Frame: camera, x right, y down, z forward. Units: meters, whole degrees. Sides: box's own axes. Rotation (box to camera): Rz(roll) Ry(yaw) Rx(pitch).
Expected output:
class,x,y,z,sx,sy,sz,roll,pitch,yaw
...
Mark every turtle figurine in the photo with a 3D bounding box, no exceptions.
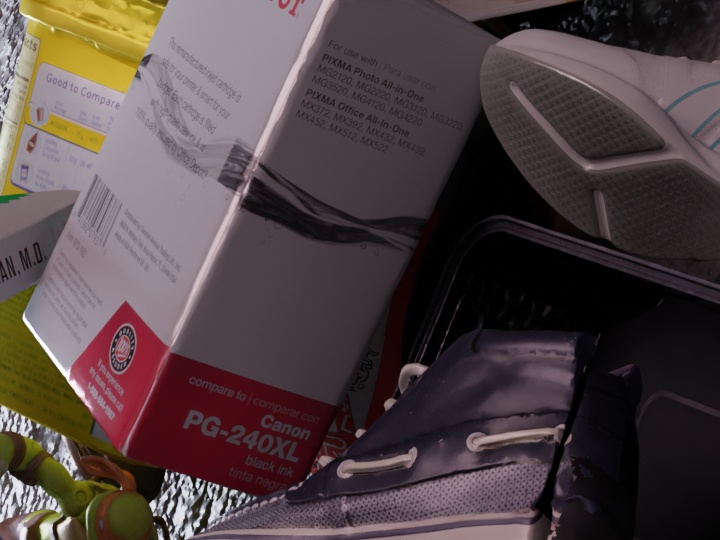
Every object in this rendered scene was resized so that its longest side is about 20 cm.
class,x,y,z,sx,sy,sz,roll,pitch,yaw
turtle figurine,-0.130,0.121,1.039,0.064,0.200,0.161,-51,5,-28

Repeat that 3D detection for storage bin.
class,x,y,z,sx,sy,sz,roll,pitch,yaw
storage bin,0.105,0.072,0.817,0.200,0.094,0.135,21,88,52

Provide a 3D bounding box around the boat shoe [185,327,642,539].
class,x,y,z,sx,sy,sz,roll,pitch,yaw
boat shoe,0.017,0.077,0.797,0.200,0.075,0.093,-9,58,40

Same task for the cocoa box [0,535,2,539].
class,x,y,z,sx,sy,sz,roll,pitch,yaw
cocoa box,-0.216,0.145,0.952,0.200,0.131,0.133,107,139,-66

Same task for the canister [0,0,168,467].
class,x,y,z,sx,sy,sz,roll,pitch,yaw
canister,-0.105,-0.027,1.025,0.148,0.087,0.200,22,103,29

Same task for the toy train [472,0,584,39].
class,x,y,z,sx,sy,sz,roll,pitch,yaw
toy train,0.044,-0.086,1.003,0.200,0.034,0.046,-42,12,22

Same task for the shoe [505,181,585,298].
class,x,y,z,sx,sy,sz,roll,pitch,yaw
shoe,0.036,-0.005,0.985,0.200,0.053,0.070,-24,85,47

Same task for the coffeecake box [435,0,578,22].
class,x,y,z,sx,sy,sz,roll,pitch,yaw
coffeecake box,0.057,-0.183,0.984,0.200,0.073,0.154,-4,45,51

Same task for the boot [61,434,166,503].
class,x,y,z,sx,sy,sz,roll,pitch,yaw
boot,-0.101,0.015,1.115,0.097,0.075,0.200,-38,44,37

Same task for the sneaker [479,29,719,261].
class,x,y,z,sx,sy,sz,roll,pitch,yaw
sneaker,0.138,-0.041,0.801,0.200,0.070,0.080,24,53,15

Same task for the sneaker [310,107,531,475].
class,x,y,z,sx,sy,sz,roll,pitch,yaw
sneaker,-0.001,0.001,0.935,0.108,0.067,0.201,35,128,31

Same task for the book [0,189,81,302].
class,x,y,z,sx,sy,sz,roll,pitch,yaw
book,-0.218,0.017,0.933,0.134,0.200,0.048,-4,108,35

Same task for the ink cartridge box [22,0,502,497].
class,x,y,z,sx,sy,sz,roll,pitch,yaw
ink cartridge box,-0.041,-0.033,0.883,0.200,0.083,0.145,-64,29,9
